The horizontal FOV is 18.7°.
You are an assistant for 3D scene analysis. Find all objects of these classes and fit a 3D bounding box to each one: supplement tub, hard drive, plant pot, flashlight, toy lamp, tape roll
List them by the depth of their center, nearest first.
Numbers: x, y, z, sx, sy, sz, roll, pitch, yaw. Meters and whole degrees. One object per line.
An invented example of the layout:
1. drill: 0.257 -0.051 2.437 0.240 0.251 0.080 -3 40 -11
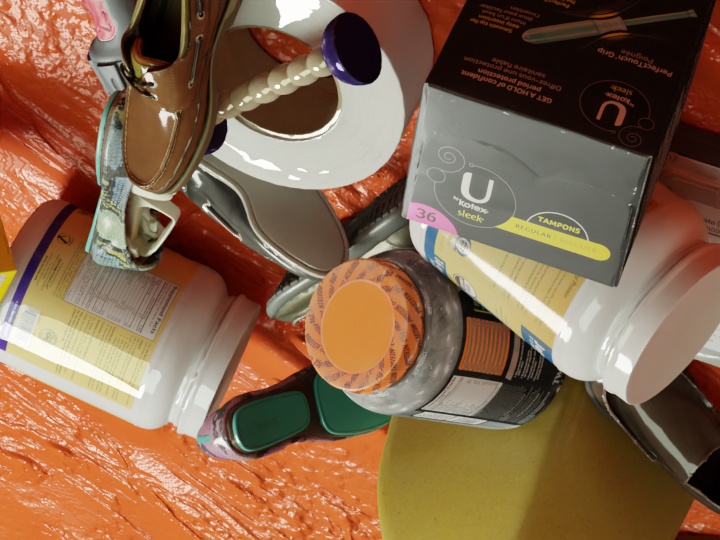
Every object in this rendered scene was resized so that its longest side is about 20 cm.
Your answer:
1. supplement tub: 0.148 -0.016 1.509 0.200 0.145 0.145 40 145 23
2. toy lamp: -0.074 -0.123 1.518 0.200 0.058 0.058 -17 124 37
3. tape roll: -0.052 -0.155 1.568 0.202 0.071 0.203 15 139 13
4. hard drive: 0.259 -0.011 1.586 0.139 0.038 0.200 19 139 7
5. flashlight: -0.204 -0.212 1.592 0.068 0.068 0.200 26 149 44
6. supplement tub: 0.057 0.051 1.624 0.122 0.123 0.200 -12 164 36
7. plant pot: 0.127 0.199 1.752 0.195 0.200 0.194 -11 128 35
8. supplement tub: -0.197 0.043 1.796 0.200 0.146 0.146 24 140 1

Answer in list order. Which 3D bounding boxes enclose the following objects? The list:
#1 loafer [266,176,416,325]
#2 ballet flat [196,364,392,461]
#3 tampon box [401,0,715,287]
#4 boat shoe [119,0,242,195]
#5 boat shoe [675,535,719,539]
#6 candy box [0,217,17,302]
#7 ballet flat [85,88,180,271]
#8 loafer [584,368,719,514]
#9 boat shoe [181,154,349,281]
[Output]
1. loafer: 0.000 0.000 1.702 0.070 0.075 0.200 44 137 -14
2. ballet flat: -0.053 0.114 1.792 0.071 0.200 0.069 -8 95 49
3. tampon box: 0.132 -0.117 1.412 0.149 0.200 0.126 19 139 9
4. boat shoe: -0.135 -0.144 1.482 0.072 0.068 0.201 27 113 29
5. boat shoe: 0.231 0.264 1.865 0.199 0.070 0.070 6 132 22
6. candy box: -0.322 -0.057 1.741 0.026 0.200 0.102 -6 152 -28
7. ballet flat: -0.166 -0.066 1.662 0.074 0.074 0.200 23 149 4
8. loafer: 0.252 0.122 1.690 0.073 0.071 0.200 -47 119 3
9. boat shoe: -0.087 -0.060 1.673 0.200 0.067 0.057 42 155 11
